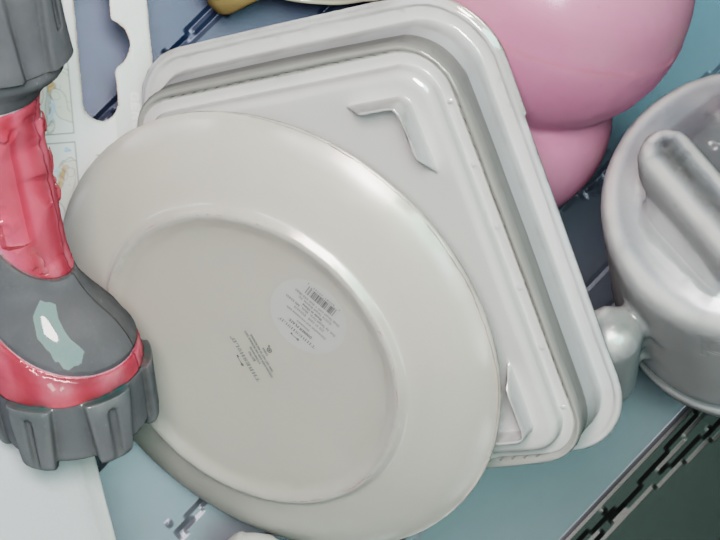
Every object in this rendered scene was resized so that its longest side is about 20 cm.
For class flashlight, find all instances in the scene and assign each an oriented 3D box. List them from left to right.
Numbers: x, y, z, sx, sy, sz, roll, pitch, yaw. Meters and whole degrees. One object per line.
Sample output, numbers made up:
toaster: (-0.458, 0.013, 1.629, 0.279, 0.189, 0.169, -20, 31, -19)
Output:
flashlight: (-0.120, -0.023, 0.823, 0.067, 0.068, 0.201, -22, 126, -25)

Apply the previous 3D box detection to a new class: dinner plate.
dinner plate: (-0.039, 0.031, 0.874, 0.200, 0.200, 0.024, 49, 39, -7)

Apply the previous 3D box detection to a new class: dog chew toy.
dog chew toy: (0.055, -0.078, 0.900, 0.124, 0.125, 0.201, 16, 127, -10)

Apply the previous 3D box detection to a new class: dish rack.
dish rack: (0.000, 0.000, 0.874, 0.044, 0.171, 0.201, -49, 123, -50)

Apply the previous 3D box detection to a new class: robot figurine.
robot figurine: (0.158, -0.006, 0.907, 0.169, 0.200, 0.113, -33, 68, -3)

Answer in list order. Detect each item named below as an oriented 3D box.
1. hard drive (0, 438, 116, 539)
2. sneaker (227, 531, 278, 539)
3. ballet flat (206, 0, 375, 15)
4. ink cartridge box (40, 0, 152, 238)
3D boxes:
hard drive: (-0.161, 0.110, 0.858, 0.131, 0.027, 0.201, -5, 58, -23)
sneaker: (0.024, 0.170, 0.946, 0.200, 0.075, 0.100, 41, 64, -8)
ballet flat: (0.021, -0.152, 0.949, 0.199, 0.069, 0.063, -10, 120, -8)
ink cartridge box: (-0.189, -0.085, 0.912, 0.199, 0.057, 0.164, -5, 91, -19)
